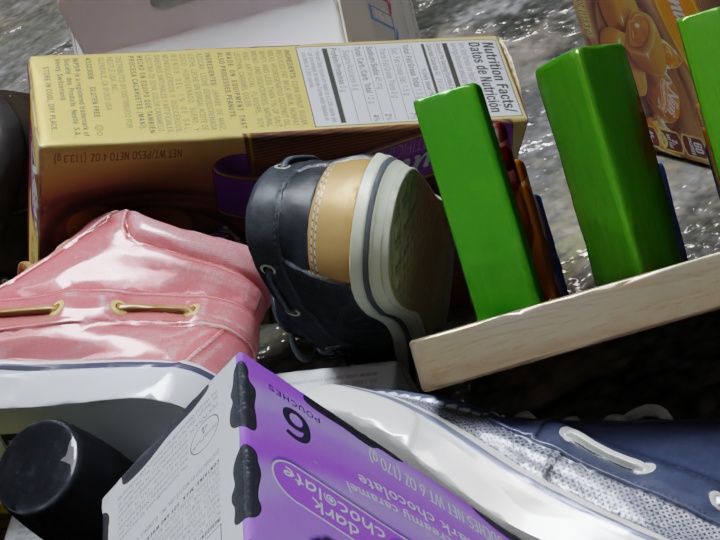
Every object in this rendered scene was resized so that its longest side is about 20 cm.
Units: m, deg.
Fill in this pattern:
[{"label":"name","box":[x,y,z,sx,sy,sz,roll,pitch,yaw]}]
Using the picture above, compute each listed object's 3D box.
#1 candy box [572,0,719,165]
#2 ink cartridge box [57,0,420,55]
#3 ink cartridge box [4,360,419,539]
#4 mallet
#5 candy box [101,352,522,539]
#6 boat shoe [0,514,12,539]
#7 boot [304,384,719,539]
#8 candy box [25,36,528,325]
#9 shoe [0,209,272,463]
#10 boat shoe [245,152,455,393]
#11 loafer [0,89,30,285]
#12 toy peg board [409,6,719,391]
[{"label":"candy box","box":[0.178,-0.101,0.945,0.055,0.116,0.199,-34,30,-23]},{"label":"ink cartridge box","box":[-0.052,-0.107,1.015,0.127,0.126,0.200,-14,-3,14]},{"label":"ink cartridge box","box":[-0.067,0.130,0.806,0.161,0.057,0.201,-7,51,24]},{"label":"mallet","box":[-0.160,0.092,0.832,0.199,0.066,0.042,-10,58,38]},{"label":"candy box","box":[0.014,0.139,0.570,0.072,0.167,0.201,-47,23,19]},{"label":"boat shoe","box":[-0.135,0.053,0.951,0.069,0.074,0.200,-12,26,43]},{"label":"boot","box":[0.072,0.078,0.738,0.199,0.073,0.090,26,44,29]},{"label":"candy box","box":[-0.038,-0.034,0.904,0.198,0.117,0.057,-3,48,-12]},{"label":"shoe","box":[-0.131,0.032,0.850,0.198,0.072,0.092,-1,47,18]},{"label":"boat shoe","box":[0.000,0.000,0.837,0.062,0.200,0.075,7,78,12]},{"label":"loafer","box":[-0.169,-0.001,0.981,0.071,0.201,0.073,-14,58,-39]},{"label":"toy peg board","box":[0.116,-0.033,0.796,0.198,0.099,0.199,-16,-2,9]}]
